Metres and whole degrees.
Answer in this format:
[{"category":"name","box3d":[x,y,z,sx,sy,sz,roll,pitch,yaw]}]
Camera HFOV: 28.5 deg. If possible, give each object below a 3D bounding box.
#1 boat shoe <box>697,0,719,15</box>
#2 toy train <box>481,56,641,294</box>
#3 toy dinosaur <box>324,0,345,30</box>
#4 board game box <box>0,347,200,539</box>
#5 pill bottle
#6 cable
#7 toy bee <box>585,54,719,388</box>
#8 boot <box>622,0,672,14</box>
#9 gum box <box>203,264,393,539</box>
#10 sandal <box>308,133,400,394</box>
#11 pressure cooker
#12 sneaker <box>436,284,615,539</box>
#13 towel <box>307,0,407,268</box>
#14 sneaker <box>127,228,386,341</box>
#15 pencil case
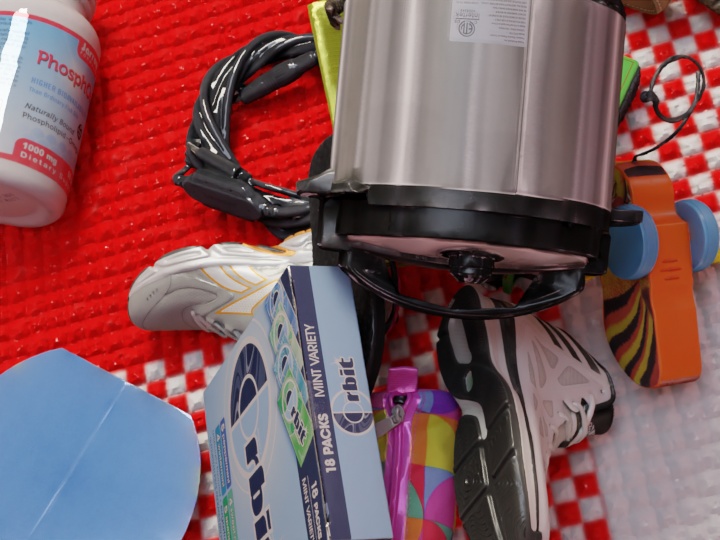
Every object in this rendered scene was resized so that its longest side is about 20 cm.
[{"category":"boat shoe","box3d":[0.236,-0.261,1.033,0.072,0.076,0.201,-42,83,18]},{"category":"toy train","box3d":[0.142,-0.070,1.000,0.056,0.042,0.202,22,76,13]},{"category":"toy dinosaur","box3d":[0.034,-0.186,0.980,0.198,0.077,0.103,27,64,8]},{"category":"board game box","box3d":[-0.204,0.153,1.015,0.198,0.039,0.159,24,71,19]},{"category":"pill bottle","box3d":[-0.266,-0.145,1.119,0.107,0.109,0.203,2,69,18]},{"category":"cable","box3d":[-0.040,-0.103,1.067,0.198,0.051,0.164,16,67,30]},{"category":"toy bee","box3d":[0.186,-0.030,0.936,0.108,0.130,0.203,16,88,64]},{"category":"boot","box3d":[0.117,-0.192,1.042,0.199,0.072,0.156,29,80,26]},{"category":"gum box","box3d":[-0.047,0.118,0.897,0.044,0.200,0.172,2,62,-22]},{"category":"sandal","box3d":[0.000,0.000,0.938,0.075,0.045,0.202,-34,49,43]},{"category":"pressure cooker","box3d":[0.064,-0.073,0.841,0.174,0.177,0.203,2,87,41]},{"category":"sneaker","box3d":[0.118,0.098,0.877,0.114,0.076,0.202,15,42,-20]},{"category":"towel","box3d":[0.022,-0.102,0.994,0.085,0.018,0.203,-10,77,-7]},{"category":"sneaker","box3d":[-0.074,0.030,1.007,0.197,0.076,0.093,-11,69,14]},{"category":"pencil case","box3d":[0.023,0.170,0.908,0.087,0.088,0.203,-3,69,16]}]
